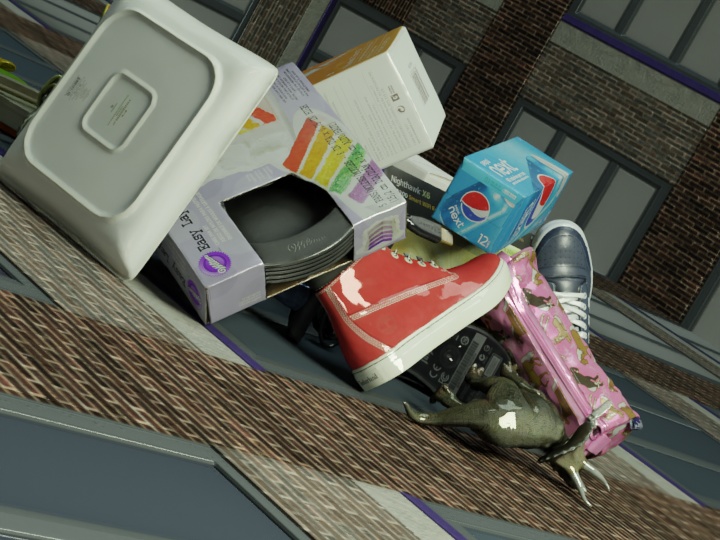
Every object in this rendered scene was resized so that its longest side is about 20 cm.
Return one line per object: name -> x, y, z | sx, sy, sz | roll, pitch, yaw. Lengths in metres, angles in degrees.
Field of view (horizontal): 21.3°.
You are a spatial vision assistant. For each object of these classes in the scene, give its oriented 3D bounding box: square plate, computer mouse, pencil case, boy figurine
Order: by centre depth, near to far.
square plate -> -0.186, -0.119, 1.511 | 0.198, 0.200, 0.028 | 35, -1, 38
boy figurine -> -0.122, -0.015, 1.585 | 0.200, 0.065, 0.124 | 27, 8, -9
computer mouse -> 0.057, 0.033, 1.687 | 0.200, 0.141, 0.046 | 26, -5, -23
pencil case -> 0.171, 0.077, 1.729 | 0.083, 0.087, 0.200 | -21, 75, -40

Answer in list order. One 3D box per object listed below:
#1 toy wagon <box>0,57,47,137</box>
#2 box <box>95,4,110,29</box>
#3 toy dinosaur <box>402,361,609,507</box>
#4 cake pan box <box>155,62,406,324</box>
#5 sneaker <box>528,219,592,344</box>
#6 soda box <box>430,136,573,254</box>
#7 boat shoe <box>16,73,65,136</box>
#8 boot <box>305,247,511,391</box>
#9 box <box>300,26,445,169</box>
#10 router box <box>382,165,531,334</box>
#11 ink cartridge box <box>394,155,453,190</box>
toy wagon -> -0.330, -0.164, 1.881 | 0.155, 0.040, 0.200 | 24, 9, -38
box -> -0.212, -0.184, 1.722 | 0.075, 0.050, 0.200 | 24, 17, -10
toy dinosaur -> 0.123, 0.119, 1.577 | 0.200, 0.077, 0.102 | 27, 1, -41
cake pan box -> -0.085, -0.063, 1.531 | 0.200, 0.184, 0.052 | 54, -21, 35
sneaker -> 0.193, 0.059, 1.829 | 0.070, 0.201, 0.109 | 2, 20, -8
soda box -> 0.133, -0.071, 1.753 | 0.068, 0.064, 0.200 | 33, 18, 11
boat shoe -> -0.266, -0.149, 1.767 | 0.060, 0.072, 0.202 | 46, 26, 3
boot -> 0.036, -0.006, 1.595 | 0.200, 0.072, 0.145 | -32, 92, -44
box -> -0.036, -0.130, 1.743 | 0.098, 0.200, 0.124 | 64, 14, -13
router box -> 0.067, 0.010, 1.775 | 0.200, 0.158, 0.052 | 23, -24, -37
ink cartridge box -> 0.000, -0.083, 2.164 | 0.200, 0.146, 0.084 | 35, 9, 37
